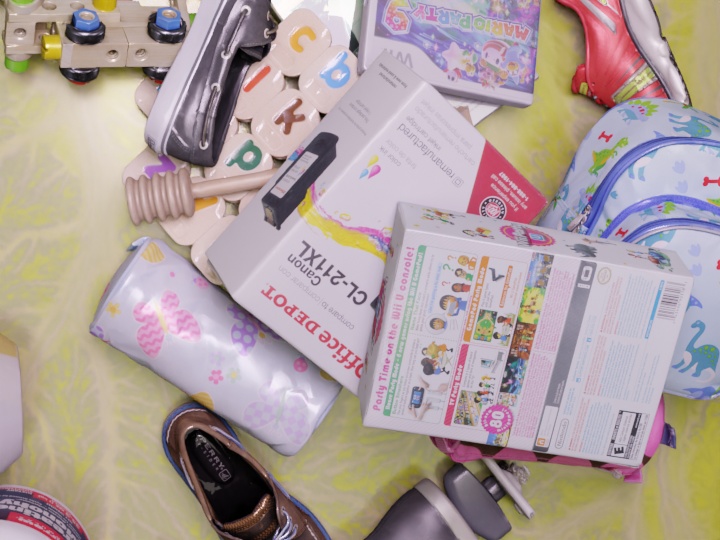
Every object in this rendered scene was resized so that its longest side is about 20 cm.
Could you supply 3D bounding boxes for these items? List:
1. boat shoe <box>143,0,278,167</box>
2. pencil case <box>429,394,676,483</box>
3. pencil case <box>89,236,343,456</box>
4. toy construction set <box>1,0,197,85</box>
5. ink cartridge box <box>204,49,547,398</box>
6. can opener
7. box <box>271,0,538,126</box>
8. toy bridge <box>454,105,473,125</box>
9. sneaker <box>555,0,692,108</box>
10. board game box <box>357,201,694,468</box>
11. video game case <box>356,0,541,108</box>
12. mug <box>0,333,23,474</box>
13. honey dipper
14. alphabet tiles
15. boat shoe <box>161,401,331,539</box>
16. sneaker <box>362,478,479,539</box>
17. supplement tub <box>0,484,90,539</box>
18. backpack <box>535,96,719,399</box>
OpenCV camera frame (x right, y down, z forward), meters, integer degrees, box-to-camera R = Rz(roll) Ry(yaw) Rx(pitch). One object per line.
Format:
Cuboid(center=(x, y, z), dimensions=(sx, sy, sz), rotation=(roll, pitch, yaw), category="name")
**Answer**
Cuboid(center=(-0.093, -0.170, 1.118), dimensions=(0.056, 0.069, 0.201), rotation=(25, 87, 8), category="boat shoe")
Cuboid(center=(0.140, 0.110, 1.166), dimensions=(0.198, 0.091, 0.095), rotation=(8, 88, -26), category="pencil case")
Cuboid(center=(-0.107, 0.058, 1.160), dimensions=(0.199, 0.083, 0.091), rotation=(33, 84, -8), category="pencil case")
Cuboid(center=(-0.193, -0.202, 1.131), dimensions=(0.198, 0.132, 0.093), rotation=(-15, 138, -12), category="toy construction set")
Cuboid(center=(0.011, -0.029, 1.085), dimensions=(0.146, 0.083, 0.200), rotation=(39, 95, -31), category="ink cartridge box")
Cuboid(center=(0.070, 0.127, 1.202), dimensions=(0.066, 0.053, 0.201), rotation=(-35, 96, -5), category="can opener")
Cuboid(center=(0.026, -0.190, 1.190), dimensions=(0.144, 0.036, 0.201), rotation=(-37, 95, -5), category="box")
Cuboid(center=(0.095, -0.034, 1.192), dimensions=(0.067, 0.027, 0.202), rotation=(-38, 120, -48), category="toy bridge")
Cuboid(center=(0.212, -0.151, 1.210), dimensions=(0.084, 0.077, 0.201), rotation=(-22, 95, 14), category="sneaker")
Cuboid(center=(0.109, 0.045, 1.040), dimensions=(0.198, 0.064, 0.149), rotation=(10, 111, -7), category="board game box")
Cuboid(center=(0.075, -0.236, 1.167), dimensions=(0.142, 0.018, 0.202), rotation=(9, 80, -19), category="video game case")
Cuboid(center=(-0.326, 0.081, 1.106), dimensions=(0.152, 0.149, 0.189), rotation=(-2, 100, -15), category="mug")
Cuboid(center=(-0.073, -0.066, 1.123), dimensions=(0.198, 0.038, 0.038), rotation=(-9, 94, 1), category="honey dipper")
Cuboid(center=(-0.074, -0.094, 1.150), dimensions=(0.196, 0.015, 0.200), rotation=(-43, 82, -1), category="alphabet tiles")
Cuboid(center=(-0.085, 0.192, 1.175), dimensions=(0.072, 0.072, 0.200), rotation=(-42, 97, -4), category="boat shoe")
Cuboid(center=(0.073, 0.275, 1.200), dimensions=(0.106, 0.075, 0.201), rotation=(-38, 88, -8), category="sneaker")
Cuboid(center=(-0.262, 0.239, 1.089), dimensions=(0.139, 0.200, 0.142), rotation=(0, 93, -8), category="supplement tub")
Cuboid(center=(0.231, -0.012, 1.135), dimensions=(0.182, 0.147, 0.201), rotation=(17, 112, -16), category="backpack")
